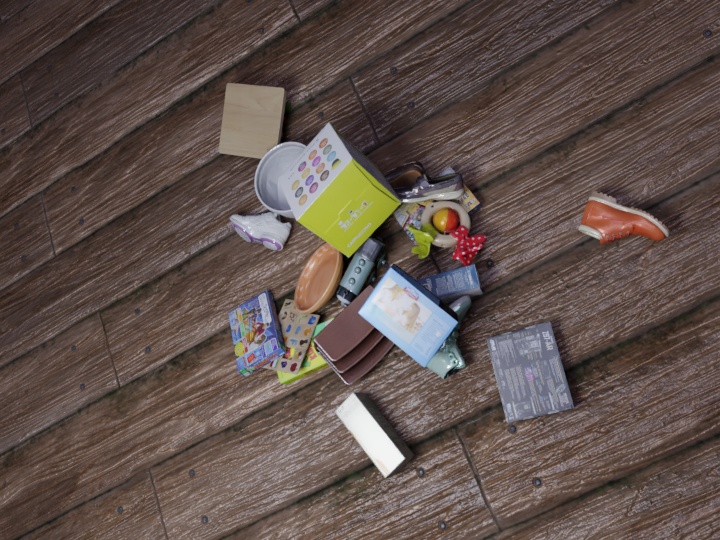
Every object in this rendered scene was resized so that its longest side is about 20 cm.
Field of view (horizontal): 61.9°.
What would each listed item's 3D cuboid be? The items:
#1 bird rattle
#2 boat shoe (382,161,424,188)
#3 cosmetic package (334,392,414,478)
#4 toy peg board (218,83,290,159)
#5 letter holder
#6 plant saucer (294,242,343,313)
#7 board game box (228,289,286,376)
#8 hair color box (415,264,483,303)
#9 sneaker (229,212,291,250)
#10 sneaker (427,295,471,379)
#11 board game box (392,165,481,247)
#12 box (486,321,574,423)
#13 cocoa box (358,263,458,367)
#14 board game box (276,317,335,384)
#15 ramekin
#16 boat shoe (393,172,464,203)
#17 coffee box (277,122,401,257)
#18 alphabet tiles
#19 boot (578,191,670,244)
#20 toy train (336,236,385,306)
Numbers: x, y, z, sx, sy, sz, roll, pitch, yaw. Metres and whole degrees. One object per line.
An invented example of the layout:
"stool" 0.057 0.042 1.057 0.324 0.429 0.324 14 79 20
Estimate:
"bird rattle" 0.216 -0.104 1.490 0.194 0.113 0.167 2 62 15
"boat shoe" 0.082 -0.232 1.617 0.196 0.071 0.071 -19 35 22
"cosmetic package" 0.034 0.398 1.463 0.071 0.105 0.201 -43 67 5
"toy peg board" -0.302 -0.435 1.785 0.195 0.097 0.205 11 96 20
"letter holder" 0.000 0.166 1.496 0.199 0.101 0.142 -42 75 -15
"plant saucer" -0.105 0.023 1.580 0.199 0.037 0.204 -40 35 35
"board game box" -0.281 0.166 1.617 0.133 0.035 0.203 -29 49 10
"hair color box" 0.200 0.046 1.492 0.195 0.100 0.062 -16 74 13
"sneaker" -0.283 -0.126 1.716 0.196 0.075 0.101 22 66 21
"sneaker" 0.234 0.168 1.465 0.118 0.073 0.202 41 101 28
"board game box" 0.198 -0.158 1.575 0.198 0.035 0.137 -38 69 6
"box" 0.397 0.240 1.413 0.156 0.043 0.205 -17 73 13
"cocoa box" 0.113 0.099 1.388 0.199 0.131 0.135 38 99 4
"board game box" -0.133 0.214 1.589 0.196 0.048 0.104 -25 71 11
"ramekin" -0.189 -0.243 1.683 0.195 0.105 0.206 -4 75 17
"boat shoe" 0.167 -0.214 1.532 0.194 0.072 0.066 -3 116 13
"coffee box" -0.053 -0.198 1.499 0.200 0.199 0.199 -44 41 14
"alphabet tiles" -0.197 0.170 1.598 0.163 0.008 0.204 4 60 32
"boot" 0.615 -0.098 1.412 0.197 0.075 0.109 28 90 30
"toy train" 0.000 0.000 1.555 0.084 0.114 0.203 29 87 10
